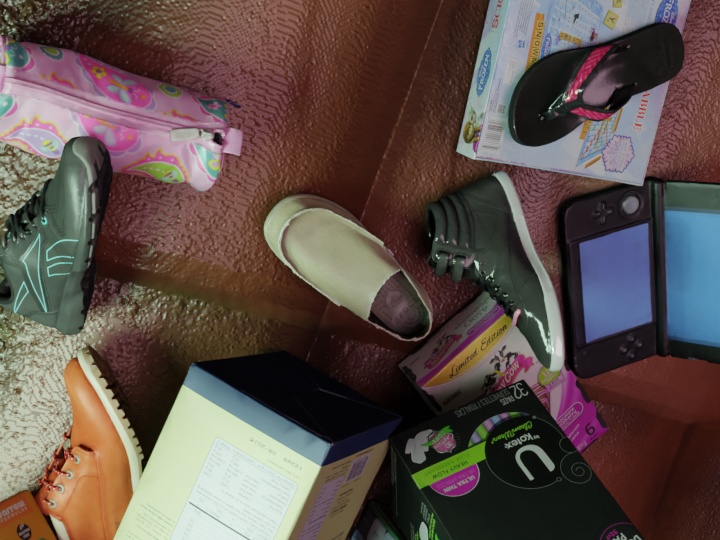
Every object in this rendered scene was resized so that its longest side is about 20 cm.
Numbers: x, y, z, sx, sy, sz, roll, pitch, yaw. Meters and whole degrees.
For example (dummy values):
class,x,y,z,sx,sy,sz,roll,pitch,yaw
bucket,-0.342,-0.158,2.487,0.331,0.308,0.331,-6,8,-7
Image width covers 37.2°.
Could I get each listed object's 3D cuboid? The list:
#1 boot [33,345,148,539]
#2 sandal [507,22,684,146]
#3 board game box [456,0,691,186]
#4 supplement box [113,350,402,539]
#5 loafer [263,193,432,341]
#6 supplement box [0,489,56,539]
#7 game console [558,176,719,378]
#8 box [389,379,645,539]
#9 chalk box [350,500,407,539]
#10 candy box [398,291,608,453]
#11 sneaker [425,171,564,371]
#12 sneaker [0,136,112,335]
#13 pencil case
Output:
class,x,y,z,sx,sy,sz,roll,pitch,yaw
boot,-0.239,0.165,0.930,0.106,0.075,0.202,-16,114,-12
sandal,0.222,-0.174,0.980,0.199,0.045,0.076,-26,115,-14
board game box,0.205,-0.193,1.017,0.198,0.041,0.202,7,104,-25
supplement box,-0.087,0.192,0.912,0.134,0.200,0.201,27,97,17
loafer,0.000,0.000,0.977,0.199,0.068,0.076,34,92,-28
supplement box,-0.271,0.291,0.899,0.069,0.066,0.201,-35,86,21
game console,0.308,0.017,1.088,0.175,0.116,0.202,-15,112,-18
box,0.133,0.228,0.949,0.148,0.200,0.125,-21,139,-16
chalk box,0.049,0.325,1.075,0.199,0.124,0.125,22,97,-26
candy box,0.149,0.130,1.088,0.136,0.061,0.200,-41,117,-6
sneaker,0.119,0.010,0.993,0.098,0.071,0.201,-15,69,-8
sneaker,-0.241,-0.024,0.833,0.079,0.076,0.201,14,132,-10
pencil case,-0.196,-0.121,0.844,0.199,0.087,0.088,14,101,-25
